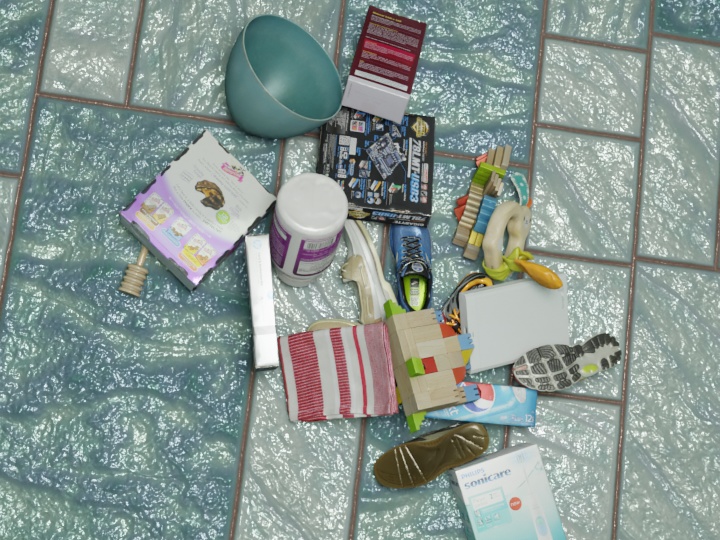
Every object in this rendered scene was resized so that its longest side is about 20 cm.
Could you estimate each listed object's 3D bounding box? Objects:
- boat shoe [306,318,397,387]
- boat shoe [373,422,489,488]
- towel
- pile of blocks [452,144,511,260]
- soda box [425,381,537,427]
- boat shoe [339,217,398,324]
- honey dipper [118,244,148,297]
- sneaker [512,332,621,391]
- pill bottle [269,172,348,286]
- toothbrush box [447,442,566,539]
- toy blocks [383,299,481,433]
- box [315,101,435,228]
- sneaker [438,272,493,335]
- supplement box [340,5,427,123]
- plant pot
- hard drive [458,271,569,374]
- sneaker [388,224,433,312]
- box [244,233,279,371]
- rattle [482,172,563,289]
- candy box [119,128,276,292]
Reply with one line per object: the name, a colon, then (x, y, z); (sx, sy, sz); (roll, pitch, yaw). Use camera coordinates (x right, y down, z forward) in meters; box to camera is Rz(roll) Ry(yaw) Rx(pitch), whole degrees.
boat shoe: (0.002, 0.139, 1.504); (0.198, 0.065, 0.073); (23, 119, 0)
boat shoe: (0.119, 0.302, 1.509); (0.198, 0.065, 0.074); (-20, 83, 11)
towel: (-0.039, 0.165, 1.475); (0.197, 0.023, 0.146); (-9, 89, 25)
pile of blocks: (0.198, -0.123, 1.566); (0.061, 0.082, 0.203); (18, 81, -3)
soda box: (0.187, 0.218, 1.525); (0.197, 0.068, 0.065); (5, 82, -5)
boat shoe: (0.000, 0.000, 1.533); (0.068, 0.075, 0.202); (-22, 81, -6)
honey dipper: (-0.349, -0.057, 1.526); (0.037, 0.038, 0.203); (17, 79, -3)
sneaker: (0.339, 0.163, 1.537); (0.197, 0.085, 0.078); (-9, 72, -18)
pill bottle: (-0.087, -0.056, 1.461); (0.111, 0.201, 0.114); (5, 61, -10)
toothbrush box: (0.241, 0.397, 1.498); (0.144, 0.085, 0.203); (-15, 83, -7)
toy blocks: (0.120, 0.139, 1.453); (0.135, 0.100, 0.203); (-8, 73, -24)
box: (0.025, -0.178, 1.545); (0.195, 0.050, 0.203); (7, 64, -6)
sneaker: (0.158, 0.085, 1.536); (0.078, 0.077, 0.202); (31, 82, -3)
supplement box: (0.041, -0.348, 1.548); (0.107, 0.061, 0.202); (17, 53, -3)
plant pot: (-0.145, -0.296, 1.515); (0.199, 0.134, 0.202); (25, 49, -31)
hard drive: (0.256, 0.084, 1.526); (0.197, 0.026, 0.134); (-11, 103, -23)
sneaker: (0.093, -0.012, 1.536); (0.077, 0.089, 0.203); (-5, 83, -7)
box: (-0.158, 0.056, 1.469); (0.041, 0.156, 0.203); (-6, 82, -8)
rattle: (0.287, -0.071, 1.516); (0.200, 0.142, 0.131); (-49, 122, -37)
candy box: (-0.262, -0.097, 1.503); (0.168, 0.072, 0.200); (44, 73, -3)
